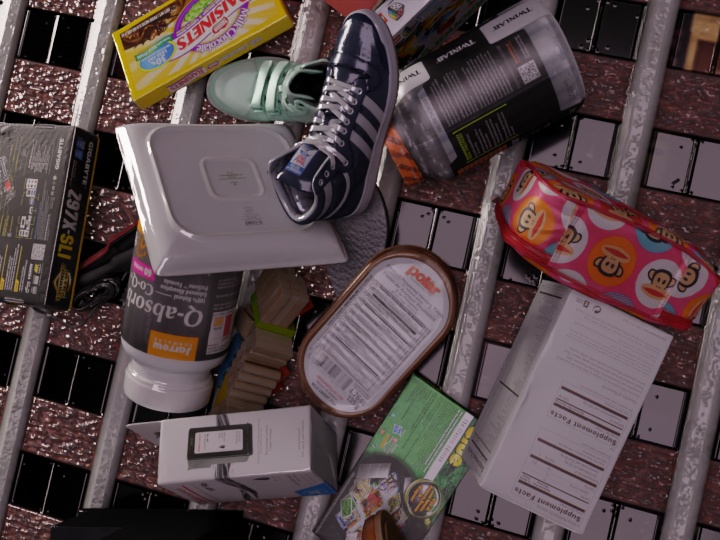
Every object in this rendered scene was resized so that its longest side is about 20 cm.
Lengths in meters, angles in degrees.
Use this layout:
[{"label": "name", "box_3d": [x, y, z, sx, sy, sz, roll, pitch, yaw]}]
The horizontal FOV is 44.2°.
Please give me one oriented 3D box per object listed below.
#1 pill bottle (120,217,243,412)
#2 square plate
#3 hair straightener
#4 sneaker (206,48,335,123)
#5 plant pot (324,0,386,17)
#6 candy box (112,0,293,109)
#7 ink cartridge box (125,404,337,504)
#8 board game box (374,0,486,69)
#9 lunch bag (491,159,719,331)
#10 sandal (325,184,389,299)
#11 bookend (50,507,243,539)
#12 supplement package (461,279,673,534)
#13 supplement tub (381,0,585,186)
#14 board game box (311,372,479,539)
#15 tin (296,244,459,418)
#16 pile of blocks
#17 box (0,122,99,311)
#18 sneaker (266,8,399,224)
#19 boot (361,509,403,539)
[{"label": "pill bottle", "box_3d": [-0.187, 0.036, 0.927, 0.114, 0.116, 0.203, 15, 103, 11]}, {"label": "square plate", "box_3d": [-0.128, -0.083, 0.885, 0.197, 0.029, 0.200, -5, 51, -27]}, {"label": "hair straightener", "box_3d": [-0.282, 0.007, 0.989, 0.198, 0.041, 0.078, -28, 65, 8]}, {"label": "sneaker", "box_3d": [-0.084, -0.199, 0.934, 0.197, 0.118, 0.075, 7, 89, 12]}, {"label": "plant pot", "box_3d": [0.000, -0.358, 0.901, 0.200, 0.200, 0.178, -41, 89, 6]}, {"label": "candy box", "box_3d": [-0.178, -0.269, 0.991, 0.198, 0.026, 0.103, -27, 69, 8]}, {"label": "ink cartridge box", "box_3d": [-0.131, 0.195, 0.912, 0.196, 0.116, 0.069, -7, 64, 10]}, {"label": "board game box", "box_3d": [0.098, -0.291, 0.901, 0.200, 0.126, 0.035, -43, 80, 6]}, {"label": "lunch bag", "box_3d": [0.225, -0.034, 0.838, 0.198, 0.177, 0.083, 26, 108, -7]}, {"label": "sandal", "box_3d": [-0.001, 0.000, 0.947, 0.075, 0.043, 0.204, -4, 96, 11]}, {"label": "bookend", "box_3d": [-0.239, 0.304, 0.890, 0.195, 0.200, 0.094, -2, 86, 10]}, {"label": "supplement package", "box_3d": [0.193, 0.126, 0.854, 0.108, 0.114, 0.203, 25, 92, -3]}, {"label": "supplement tub", "box_3d": [0.114, -0.174, 0.893, 0.198, 0.122, 0.124, -28, 82, 7]}, {"label": "board game box", "box_3d": [0.044, 0.220, 0.931, 0.104, 0.023, 0.202, 34, 93, 12]}, {"label": "tin", "box_3d": [0.017, 0.065, 0.912, 0.112, 0.042, 0.200, 41, 101, -3]}, {"label": "pile of blocks", "box_3d": [-0.104, 0.087, 0.958, 0.061, 0.082, 0.202, 19, 102, -31]}, {"label": "box", "box_3d": [-0.386, -0.063, 0.999, 0.157, 0.049, 0.204, 5, 83, 23]}, {"label": "sneaker", "box_3d": [-0.027, -0.137, 0.824, 0.069, 0.108, 0.203, 24, 119, 32]}, {"label": "boot", "box_3d": [-0.027, 0.339, 0.897, 0.152, 0.074, 0.204, -2, 100, 16]}]
